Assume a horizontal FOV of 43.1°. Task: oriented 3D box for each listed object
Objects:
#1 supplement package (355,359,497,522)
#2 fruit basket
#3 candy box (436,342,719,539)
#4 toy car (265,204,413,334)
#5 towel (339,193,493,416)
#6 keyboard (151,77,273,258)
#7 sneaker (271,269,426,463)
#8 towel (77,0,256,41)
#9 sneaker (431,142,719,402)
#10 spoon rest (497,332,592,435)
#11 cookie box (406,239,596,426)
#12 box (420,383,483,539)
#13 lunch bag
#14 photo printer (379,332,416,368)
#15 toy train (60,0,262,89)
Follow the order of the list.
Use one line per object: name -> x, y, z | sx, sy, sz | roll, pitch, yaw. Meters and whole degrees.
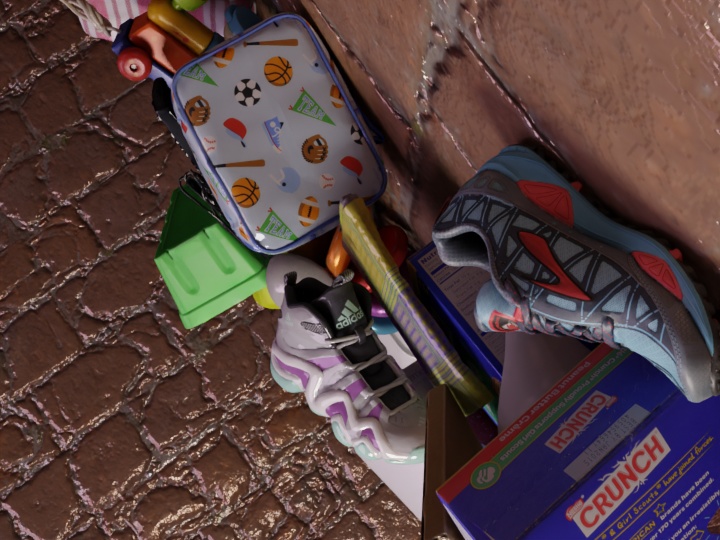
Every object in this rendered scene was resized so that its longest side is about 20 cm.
supplement package -> 0.114, 0.179, 0.862 | 0.200, 0.121, 0.120 | 42, 133, 22
fruit basket -> -0.137, -0.012, 1.111 | 0.216, 0.154, 0.216 | 55, -162, -26
candy box -> 0.161, 0.159, 0.554 | 0.201, 0.169, 0.077 | 59, 167, -30
toy car -> 0.000, 0.000, 1.028 | 0.149, 0.176, 0.201 | 5, 143, 29
towel -> 0.039, 0.031, 0.758 | 0.201, 0.023, 0.144 | 57, 172, 9
keyboard -> -0.153, -0.089, 0.904 | 0.201, 0.039, 0.104 | 55, -173, -31
sneaker -> -0.004, 0.066, 0.772 | 0.199, 0.077, 0.141 | 27, 127, 34
towel -> -0.210, -0.276, 0.966 | 0.146, 0.198, 0.030 | 109, 167, -73
sneaker -> 0.112, 0.015, 0.505 | 0.200, 0.095, 0.080 | 48, 171, 44
spoon rest -> 0.129, 0.064, 0.627 | 0.061, 0.098, 0.202 | 42, -149, -81
cookie box -> 0.129, 0.077, 0.744 | 0.200, 0.075, 0.172 | 52, 172, 27
box -> 0.089, 0.194, 0.648 | 0.164, 0.021, 0.200 | 61, -166, -15
lunch bag -> -0.069, -0.120, 0.828 | 0.201, 0.159, 0.076 | 62, 169, -8
photo printer -> 0.046, 0.063, 1.230 | 0.201, 0.069, 0.167 | 53, 172, 17
toy train -> -0.197, -0.250, 0.897 | 0.199, 0.116, 0.085 | 34, -148, -27
